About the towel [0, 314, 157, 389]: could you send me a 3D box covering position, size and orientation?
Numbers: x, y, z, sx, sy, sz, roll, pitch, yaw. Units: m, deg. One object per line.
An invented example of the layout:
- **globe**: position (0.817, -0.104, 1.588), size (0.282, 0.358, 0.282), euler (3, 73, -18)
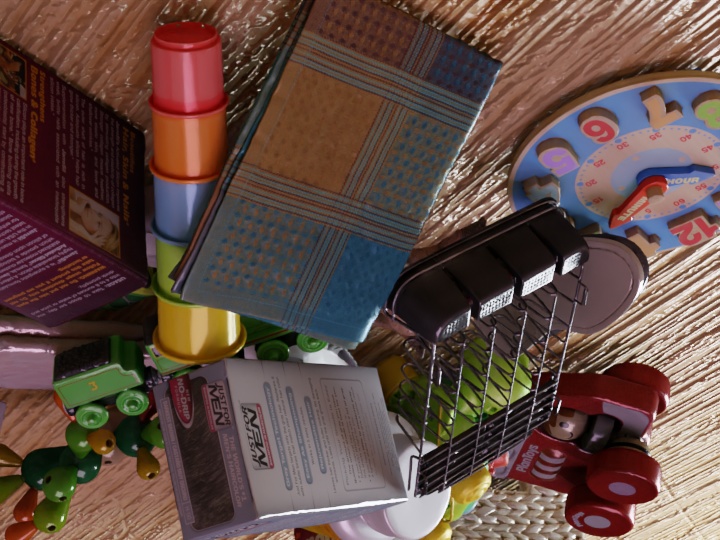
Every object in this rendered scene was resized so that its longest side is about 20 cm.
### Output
- **towel**: position (-0.215, 0.063, 1.029), size (0.188, 0.033, 0.200), euler (3, 167, -20)

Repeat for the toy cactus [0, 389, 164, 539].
- **toy cactus**: position (-0.228, 0.143, 1.132), size (0.199, 0.103, 0.165), euler (-32, -176, 17)

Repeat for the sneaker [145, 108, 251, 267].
- **sneaker**: position (-0.078, -0.062, 0.881), size (0.197, 0.075, 0.101), euler (-11, 128, 10)

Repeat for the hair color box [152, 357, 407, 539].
- **hair color box**: position (-0.047, 0.117, 0.916), size (0.060, 0.100, 0.199), euler (-20, 165, 25)

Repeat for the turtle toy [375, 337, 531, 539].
- **turtle toy**: position (0.075, 0.137, 1.188), size (0.100, 0.146, 0.201), euler (-11, 144, -42)

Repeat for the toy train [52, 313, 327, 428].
- **toy train**: position (-0.112, 0.050, 0.923), size (0.197, 0.042, 0.057), euler (-20, 129, 5)

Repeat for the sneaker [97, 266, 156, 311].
- **sneaker**: position (-0.222, -0.005, 0.919), size (0.198, 0.075, 0.083), euler (18, 138, -37)

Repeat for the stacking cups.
- **stacking cups**: position (-0.094, -0.044, 0.819), size (0.059, 0.061, 0.203), euler (-2, 120, -10)

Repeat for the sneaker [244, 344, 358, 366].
- **sneaker**: position (-0.055, 0.067, 1.048), size (0.088, 0.074, 0.200), euler (-38, 152, -4)

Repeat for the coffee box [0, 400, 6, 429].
- **coffee box**: position (-0.383, 0.108, 1.042), size (0.113, 0.081, 0.199), euler (-5, 157, 37)

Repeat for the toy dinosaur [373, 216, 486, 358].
- **toy dinosaur**: position (0.000, 0.000, 0.981), size (0.134, 0.087, 0.200), euler (15, 162, -15)

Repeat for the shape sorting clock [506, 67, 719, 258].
- **shape sorting clock**: position (0.198, -0.065, 0.948), size (0.197, 0.040, 0.201), euler (-6, 150, -3)

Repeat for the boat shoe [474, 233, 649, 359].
- **boat shoe**: position (0.155, 0.010, 1.025), size (0.062, 0.073, 0.200), euler (-31, 177, -30)

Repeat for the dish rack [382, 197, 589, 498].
- **dish rack**: position (0.085, 0.062, 0.959), size (0.152, 0.055, 0.202), euler (-25, 139, -27)

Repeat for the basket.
- **basket**: position (0.105, 0.290, 1.420), size (0.196, 0.163, 0.200), euler (8, 149, -27)

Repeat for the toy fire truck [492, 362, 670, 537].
- **toy fire truck**: position (0.186, 0.152, 1.267), size (0.165, 0.113, 0.201), euler (13, 148, 1)

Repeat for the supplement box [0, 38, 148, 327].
- **supplement box**: position (-0.215, -0.060, 0.789), size (0.085, 0.112, 0.199), euler (-22, 147, 25)

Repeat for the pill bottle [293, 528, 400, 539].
- **pill bottle**: position (-0.007, 0.243, 1.270), size (0.108, 0.203, 0.110), euler (-6, 151, -3)

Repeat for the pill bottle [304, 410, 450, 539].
- **pill bottle**: position (-0.022, 0.162, 1.143), size (0.109, 0.111, 0.198), euler (23, 169, -42)

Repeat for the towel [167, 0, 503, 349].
- **towel**: position (-0.012, -0.058, 0.817), size (0.145, 0.022, 0.202), euler (19, 102, -37)
